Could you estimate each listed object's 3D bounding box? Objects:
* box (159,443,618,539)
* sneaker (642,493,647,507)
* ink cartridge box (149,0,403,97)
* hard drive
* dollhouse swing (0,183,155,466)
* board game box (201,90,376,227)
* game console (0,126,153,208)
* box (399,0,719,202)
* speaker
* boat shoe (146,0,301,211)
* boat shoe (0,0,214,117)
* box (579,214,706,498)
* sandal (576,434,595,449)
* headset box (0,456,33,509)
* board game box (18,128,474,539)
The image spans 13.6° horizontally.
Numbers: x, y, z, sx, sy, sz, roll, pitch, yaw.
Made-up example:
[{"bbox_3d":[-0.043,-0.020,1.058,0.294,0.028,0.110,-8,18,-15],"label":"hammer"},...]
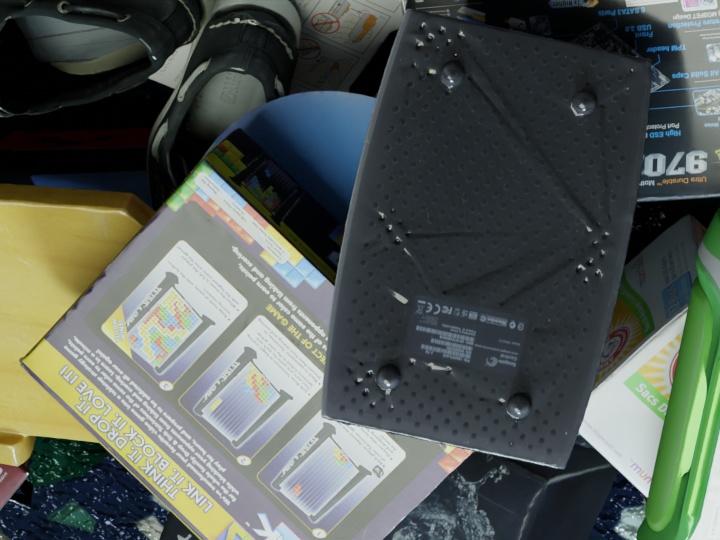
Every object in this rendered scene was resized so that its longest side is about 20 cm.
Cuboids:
[{"bbox_3d":[0.004,0.153,1.646,0.196,0.117,0.201,27,102,21],"label":"box"},{"bbox_3d":[0.182,0.162,1.718,0.083,0.072,0.200,-6,127,33],"label":"sneaker"},{"bbox_3d":[-0.054,-0.151,1.579,0.199,0.050,0.161,20,139,-18],"label":"ink cartridge box"},{"bbox_3d":[0.060,-0.015,1.448,0.134,0.042,0.201,12,94,0],"label":"hard drive"},{"bbox_3d":[-0.174,-0.013,1.672,0.175,0.182,0.201,-5,128,5],"label":"dollhouse swing"},{"bbox_3d":[0.000,0.000,1.557,0.158,0.039,0.201,-24,97,31],"label":"board game box"},{"bbox_3d":[-0.111,-0.009,1.738,0.199,0.031,0.177,0,130,28],"label":"game console"},{"bbox_3d":[0.122,-0.113,1.481,0.199,0.046,0.160,-4,114,27],"label":"box"},{"bbox_3d":[0.190,0.070,1.471,0.088,0.088,0.201,15,112,14],"label":"speaker"},{"bbox_3d":[-0.079,-0.062,1.601,0.075,0.060,0.200,11,138,0],"label":"boat shoe"},{"bbox_3d":[-0.170,-0.112,1.557,0.199,0.066,0.075,-5,133,27],"label":"boat shoe"},{"bbox_3d":[0.206,0.086,1.584,0.101,0.113,0.200,-42,105,17],"label":"box"},{"bbox_3d":[0.109,0.019,1.649,0.076,0.043,0.201,-1,126,16],"label":"sandal"},{"bbox_3d":[-0.279,0.081,1.814,0.200,0.149,0.077,39,98,-11],"label":"headset box"},{"bbox_3d":[-0.047,0.056,1.532,0.200,0.057,0.165,44,119,-1],"label":"board game box"}]
